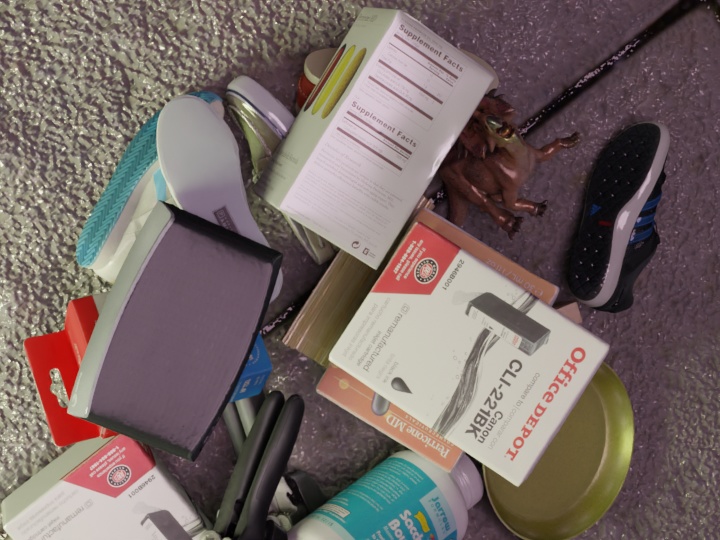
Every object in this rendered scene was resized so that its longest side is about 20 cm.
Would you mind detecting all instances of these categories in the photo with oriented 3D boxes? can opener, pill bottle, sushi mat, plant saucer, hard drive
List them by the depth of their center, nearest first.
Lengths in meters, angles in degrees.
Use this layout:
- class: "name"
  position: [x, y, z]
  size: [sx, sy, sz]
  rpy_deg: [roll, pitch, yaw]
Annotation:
- class: "hard drive"
  position: [-0.156, 0.055, 1.168]
  size: [0.135, 0.042, 0.201]
  rpy_deg: [24, 88, -15]
- class: "can opener"
  position: [-0.101, 0.208, 1.275]
  size: [0.079, 0.063, 0.201]
  rpy_deg: [35, 63, -53]
- class: "sushi mat"
  position: [0.000, 0.000, 1.326]
  size: [0.200, 0.012, 0.096]
  rpy_deg: [-57, 144, 0]
- class: "pill bottle"
  position: [0.029, 0.250, 1.333]
  size: [0.200, 0.111, 0.111]
  rpy_deg: [-32, 106, -32]
- class: "can opener"
  position: [-0.091, 0.184, 1.346]
  size: [0.066, 0.053, 0.201]
  rpy_deg: [-35, 110, -43]
- class: "plant saucer"
  position: [0.199, 0.180, 1.404]
  size: [0.199, 0.031, 0.201]
  rpy_deg: [-5, 100, -31]

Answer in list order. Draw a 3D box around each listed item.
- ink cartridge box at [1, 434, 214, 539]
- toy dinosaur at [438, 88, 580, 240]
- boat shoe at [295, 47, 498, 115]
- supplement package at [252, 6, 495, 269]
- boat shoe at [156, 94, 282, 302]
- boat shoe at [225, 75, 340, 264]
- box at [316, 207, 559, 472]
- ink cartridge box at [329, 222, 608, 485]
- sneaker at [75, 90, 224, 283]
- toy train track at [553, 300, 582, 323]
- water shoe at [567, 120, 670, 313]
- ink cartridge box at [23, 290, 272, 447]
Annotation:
- class: "ink cartridge box"
  position: [-0.222, 0.260, 1.297]
  size: [0.144, 0.084, 0.200]
  rpy_deg: [-38, 106, -8]
- class: "toy dinosaur"
  position: [0.116, -0.105, 1.309]
  size: [0.135, 0.200, 0.086]
  rpy_deg: [27, 55, -19]
- class: "boat shoe"
  position: [0.035, -0.175, 1.314]
  size: [0.199, 0.071, 0.063]
  rpy_deg: [-3, 140, -19]
- class: "supplement package"
  position: [0.009, -0.122, 1.215]
  size: [0.109, 0.114, 0.200]
  rpy_deg: [31, 91, -20]
- class: "boat shoe"
  position: [-0.129, -0.061, 1.225]
  size: [0.073, 0.068, 0.200]
  rpy_deg: [-30, 100, -13]
- class: "boat shoe"
  position: [-0.069, -0.092, 1.291]
  size: [0.062, 0.072, 0.200]
  rpy_deg: [-42, 109, -13]
- class: "box"
  position: [0.076, 0.067, 1.297]
  size: [0.152, 0.106, 0.200]
  rpy_deg: [30, 90, 8]
- class: "ink cartridge box"
  position: [0.097, 0.074, 1.190]
  size: [0.200, 0.084, 0.145]
  rpy_deg: [33, 90, 8]
- class: "sneaker"
  position: [-0.183, -0.076, 1.270]
  size: [0.081, 0.076, 0.200]
  rpy_deg: [33, 89, -34]
- class: "toy train track"
  position: [0.131, 0.076, 1.391]
  size: [0.199, 0.033, 0.115]
  rpy_deg: [-21, 102, -12]
- class: "water shoe"
  position: [0.273, -0.055, 1.402]
  size: [0.079, 0.071, 0.201]
  rpy_deg: [22, 91, -44]
- class: "ink cartridge box"
  position: [-0.195, 0.076, 1.246]
  size: [0.199, 0.067, 0.116]
  rpy_deg: [-15, 69, -23]
